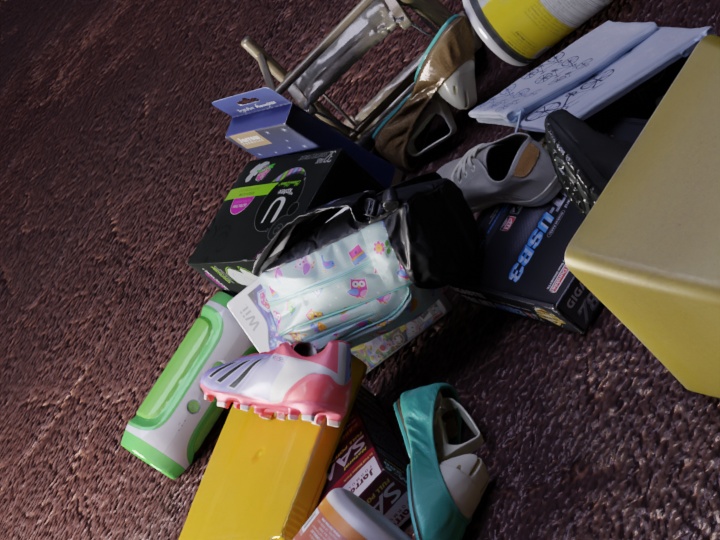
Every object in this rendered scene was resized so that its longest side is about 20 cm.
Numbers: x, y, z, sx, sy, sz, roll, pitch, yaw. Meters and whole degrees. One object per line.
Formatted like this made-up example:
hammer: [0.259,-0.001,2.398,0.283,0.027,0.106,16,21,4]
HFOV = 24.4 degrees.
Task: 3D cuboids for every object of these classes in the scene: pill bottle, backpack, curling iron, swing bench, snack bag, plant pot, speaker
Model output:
pill bottle: [-0.038,0.292,1.390,0.201,0.112,0.112,-53,27,0]
backpack: [0.000,0.000,1.540,0.199,0.128,0.167,-25,-7,25]
curling iron: [0.215,-0.158,1.630,0.199,0.026,0.050,-26,30,41]
swing bench: [0.010,-0.239,1.876,0.199,0.199,0.130,-43,38,18]
snack bag: [0.214,-0.185,1.580,0.188,0.022,0.200,-32,18,-10]
plant pot: [0.301,-0.016,1.164,0.176,0.200,0.201,23,76,51]
speaker: [-0.181,0.127,1.843,0.201,0.088,0.088,-58,27,-11]
pill bottle: [0.210,-0.310,1.730,0.199,0.112,0.113,-36,31,29]

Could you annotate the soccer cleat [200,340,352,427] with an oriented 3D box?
soccer cleat: [-0.075,0.097,1.527,0.199,0.066,0.077,3,77,53]

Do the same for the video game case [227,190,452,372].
video game case: [-0.024,0.036,1.662,0.200,0.144,0.018,-38,-4,26]

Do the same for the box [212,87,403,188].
box: [-0.064,-0.135,1.845,0.121,0.199,0.033,-6,59,53]

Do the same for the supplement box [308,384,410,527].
supplement box: [-0.019,0.184,1.547,0.109,0.061,0.200,-47,28,9]

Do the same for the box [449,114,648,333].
box: [0.186,-0.050,1.526,0.201,0.050,0.198,-57,26,-8]

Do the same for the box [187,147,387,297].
box: [-0.066,-0.034,1.815,0.199,0.124,0.149,-2,53,56]

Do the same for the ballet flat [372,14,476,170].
ballet flat: [0.082,-0.182,1.794,0.068,0.072,0.200,-26,-23,-49]

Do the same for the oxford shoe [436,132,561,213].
oxford shoe: [0.118,-0.095,1.573,0.199,0.058,0.076,0,60,61]

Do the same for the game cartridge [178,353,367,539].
game cartridge: [-0.085,0.180,1.559,0.176,0.032,0.201,-16,46,50]

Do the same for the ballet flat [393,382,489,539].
ballet flat: [0.073,0.164,1.426,0.070,0.067,0.201,-28,35,14]

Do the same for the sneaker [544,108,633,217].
sneaker: [0.232,-0.071,1.402,0.090,0.076,0.200,-36,63,-8]

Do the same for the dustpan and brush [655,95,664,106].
dustpan and brush: [0.318,-0.157,1.454,0.140,0.057,0.199,-48,31,-17]
